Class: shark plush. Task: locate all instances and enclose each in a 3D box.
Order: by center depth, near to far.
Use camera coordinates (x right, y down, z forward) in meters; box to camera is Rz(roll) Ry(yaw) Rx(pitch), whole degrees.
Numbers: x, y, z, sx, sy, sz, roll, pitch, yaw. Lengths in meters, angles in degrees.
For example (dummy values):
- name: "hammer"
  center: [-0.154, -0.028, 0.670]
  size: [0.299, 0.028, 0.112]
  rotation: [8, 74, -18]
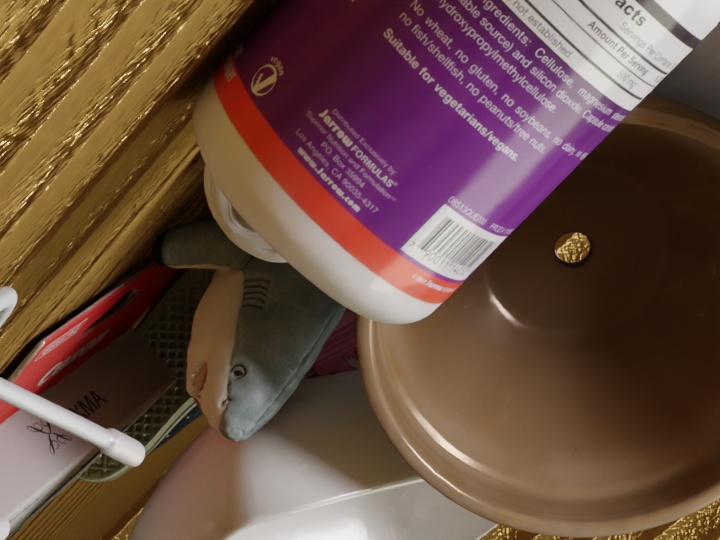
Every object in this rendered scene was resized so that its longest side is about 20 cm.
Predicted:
- name: "shark plush"
  center: [0.000, 0.000, 0.937]
  size: [0.199, 0.083, 0.091]
  rotation: [-29, 131, -18]

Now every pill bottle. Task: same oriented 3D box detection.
- name: "pill bottle"
  center: [0.044, -0.085, 0.672]
  size: [0.200, 0.112, 0.112]
  rotation: [-46, 178, 14]

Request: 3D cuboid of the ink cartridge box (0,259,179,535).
- name: "ink cartridge box"
  center: [-0.145, 0.072, 0.981]
  size: [0.176, 0.045, 0.200]
  rotation: [-45, 179, 26]

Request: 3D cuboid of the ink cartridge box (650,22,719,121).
- name: "ink cartridge box"
  center: [0.206, -0.140, 0.877]
  size: [0.200, 0.088, 0.145]
  rotation: [-41, 177, -20]

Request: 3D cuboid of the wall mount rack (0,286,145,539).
- name: "wall mount rack"
  center: [-0.159, 0.095, 0.696]
  size: [0.200, 0.075, 0.174]
  rotation: [-45, 178, 10]

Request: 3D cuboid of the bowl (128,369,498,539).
- name: "bowl"
  center: [-0.017, 0.109, 1.011]
  size: [0.198, 0.075, 0.200]
  rotation: [-6, 156, -29]

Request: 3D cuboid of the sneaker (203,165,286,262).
- name: "sneaker"
  center: [0.020, -0.091, 0.837]
  size: [0.199, 0.078, 0.099]
  rotation: [-36, -172, 19]

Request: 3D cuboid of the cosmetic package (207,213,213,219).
- name: "cosmetic package"
  center: [0.013, -0.082, 1.000]
  size: [0.200, 0.051, 0.083]
  rotation: [-45, -179, 14]

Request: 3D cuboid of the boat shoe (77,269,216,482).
- name: "boat shoe"
  center: [-0.092, 0.042, 1.140]
  size: [0.200, 0.075, 0.062]
  rotation: [-40, -176, 5]

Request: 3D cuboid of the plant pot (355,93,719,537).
- name: "plant pot"
  center: [0.098, 0.008, 0.883]
  size: [0.201, 0.200, 0.093]
  rotation: [-45, -164, 18]

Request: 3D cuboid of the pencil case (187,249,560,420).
- name: "pencil case"
  center: [0.006, 0.024, 1.034]
  size: [0.199, 0.086, 0.083]
  rotation: [-29, -134, 25]
